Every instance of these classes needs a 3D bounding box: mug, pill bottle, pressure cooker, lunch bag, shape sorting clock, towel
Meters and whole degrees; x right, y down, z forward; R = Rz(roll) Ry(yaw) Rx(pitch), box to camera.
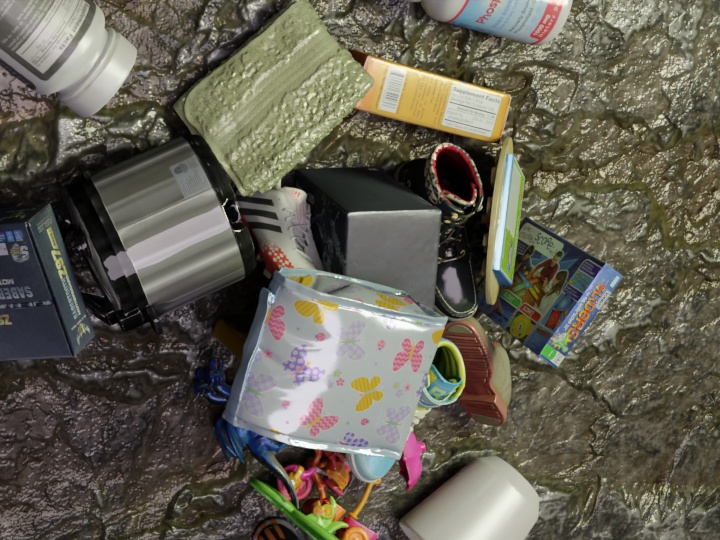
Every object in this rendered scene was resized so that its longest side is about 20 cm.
[{"bbox_3d":[0.151,0.330,1.848,0.149,0.187,0.153,43,78,5],"label":"mug"},{"bbox_3d":[0.137,-0.332,1.613,0.198,0.109,0.110,9,104,-24],"label":"pill bottle"},{"bbox_3d":[-0.233,-0.039,1.523,0.199,0.176,0.180,-25,118,-12],"label":"pressure cooker"},{"bbox_3d":[-0.035,0.091,1.458,0.199,0.127,0.171,10,102,-34],"label":"lunch bag"},{"bbox_3d":[-0.337,-0.255,1.445,0.200,0.113,0.113,39,91,-28],"label":"pill bottle"},{"bbox_3d":[0.165,-0.060,1.682,0.039,0.200,0.202,6,109,14],"label":"shape sorting clock"},{"bbox_3d":[-0.096,-0.194,1.571,0.200,0.036,0.149,-41,87,-2],"label":"towel"}]

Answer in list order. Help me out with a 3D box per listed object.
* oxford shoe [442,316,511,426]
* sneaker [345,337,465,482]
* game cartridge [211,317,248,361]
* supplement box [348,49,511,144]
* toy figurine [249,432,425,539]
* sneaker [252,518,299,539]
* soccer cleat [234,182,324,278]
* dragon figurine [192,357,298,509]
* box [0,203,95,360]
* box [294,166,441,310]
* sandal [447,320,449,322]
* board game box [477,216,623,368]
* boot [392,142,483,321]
[{"bbox_3d":[0.149,0.112,1.776,0.201,0.070,0.074,71,36,-47],"label":"oxford shoe"},{"bbox_3d":[0.055,0.162,1.661,0.079,0.130,0.202,21,84,-30],"label":"sneaker"},{"bbox_3d":[-0.069,0.125,1.633,0.176,0.200,0.033,31,91,-28],"label":"game cartridge"},{"bbox_3d":[0.075,-0.204,1.656,0.199,0.066,0.069,14,99,-26],"label":"supplement box"},{"bbox_3d":[-0.009,0.255,1.765,0.200,0.150,0.185,39,76,-4],"label":"toy figurine"},{"bbox_3d":[-0.064,0.413,1.782,0.077,0.112,0.200,-40,117,-4],"label":"sneaker"},{"bbox_3d":[-0.081,-0.045,1.574,0.068,0.200,0.085,23,111,-45],"label":"soccer cleat"},{"bbox_3d":[-0.139,0.198,1.686,0.099,0.059,0.202,-14,90,-26],"label":"dragon figurine"},{"bbox_3d":[-0.396,0.017,1.486,0.198,0.051,0.159,-3,116,24],"label":"box"},{"bbox_3d":[0.000,0.000,1.621,0.116,0.197,0.202,-3,108,-20],"label":"box"},{"bbox_3d":[0.096,0.069,1.760,0.079,0.057,0.203,1,107,-22],"label":"sandal"},{"bbox_3d":[0.222,0.023,1.716,0.034,0.200,0.136,34,94,-28],"label":"board game box"},{"bbox_3d":[0.103,-0.045,1.637,0.073,0.154,0.205,-18,87,-16],"label":"boot"}]
